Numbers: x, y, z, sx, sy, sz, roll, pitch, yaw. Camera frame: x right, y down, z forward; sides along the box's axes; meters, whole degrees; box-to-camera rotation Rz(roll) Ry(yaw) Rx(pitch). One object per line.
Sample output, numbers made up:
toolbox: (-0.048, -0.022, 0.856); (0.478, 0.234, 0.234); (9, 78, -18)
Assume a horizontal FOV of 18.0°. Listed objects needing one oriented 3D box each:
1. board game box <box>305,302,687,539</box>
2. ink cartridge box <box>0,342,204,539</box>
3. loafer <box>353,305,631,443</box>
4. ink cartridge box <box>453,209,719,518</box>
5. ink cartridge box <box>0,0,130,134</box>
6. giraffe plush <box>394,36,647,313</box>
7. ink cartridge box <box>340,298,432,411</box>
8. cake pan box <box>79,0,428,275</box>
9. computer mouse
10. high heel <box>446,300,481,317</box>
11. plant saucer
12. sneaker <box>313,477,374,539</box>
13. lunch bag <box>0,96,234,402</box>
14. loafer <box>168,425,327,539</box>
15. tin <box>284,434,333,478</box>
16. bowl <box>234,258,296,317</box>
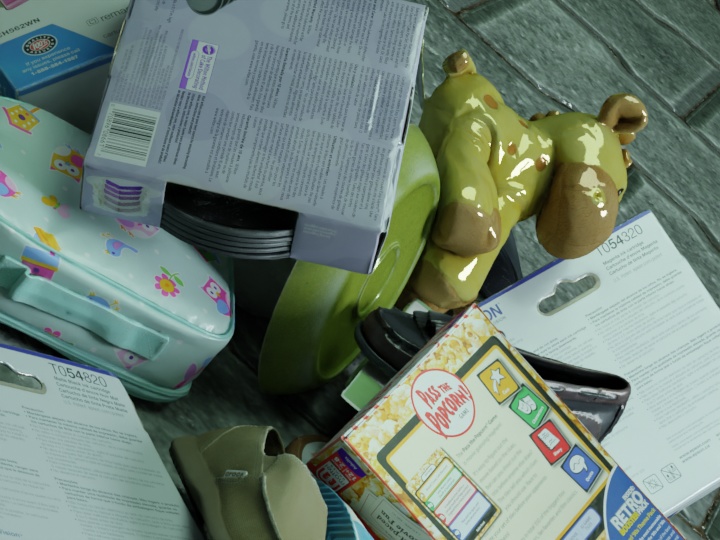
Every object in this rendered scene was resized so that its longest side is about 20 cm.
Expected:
board game box: (0.085, 0.140, 1.360); (0.200, 0.046, 0.151); (49, 49, -1)
ink cartridge box: (-0.170, 0.118, 1.186); (0.199, 0.041, 0.200); (19, 30, -46)
loafer: (0.089, 0.060, 1.479); (0.200, 0.063, 0.072); (26, 26, -28)
ink cartridge box: (0.184, 0.084, 1.640); (0.196, 0.043, 0.200); (-28, 76, -22)
ink cartridge box: (-0.204, -0.170, 1.516); (0.144, 0.085, 0.200); (-24, 49, -20)
giraffe plush: (0.115, -0.062, 1.615); (0.162, 0.173, 0.200); (8, 74, -16)
ink cartridge box: (0.056, 0.106, 1.486); (0.145, 0.048, 0.200); (40, 25, 1)
cake pan box: (-0.062, -0.099, 1.381); (0.184, 0.052, 0.200); (11, 53, -1)
computer mouse: (0.099, -0.024, 1.801); (0.200, 0.053, 0.139); (47, 12, -52)
high heel: (0.140, 0.054, 1.681); (0.200, 0.142, 0.072); (24, 64, -44)
plant saucer: (0.000, 0.000, 1.477); (0.031, 0.200, 0.200); (29, 19, 13)
sneaker: (0.001, 0.203, 1.281); (0.200, 0.076, 0.081); (55, 6, 37)
lunch bag: (-0.173, -0.012, 1.384); (0.200, 0.077, 0.161); (28, 30, -24)
loafer: (-0.049, 0.139, 1.242); (0.200, 0.067, 0.076); (53, -11, 54)
tin: (0.017, 0.180, 1.383); (0.200, 0.042, 0.112); (51, 20, 25)
bowl: (-0.089, -0.050, 1.602); (0.200, 0.075, 0.200); (38, 21, -7)
